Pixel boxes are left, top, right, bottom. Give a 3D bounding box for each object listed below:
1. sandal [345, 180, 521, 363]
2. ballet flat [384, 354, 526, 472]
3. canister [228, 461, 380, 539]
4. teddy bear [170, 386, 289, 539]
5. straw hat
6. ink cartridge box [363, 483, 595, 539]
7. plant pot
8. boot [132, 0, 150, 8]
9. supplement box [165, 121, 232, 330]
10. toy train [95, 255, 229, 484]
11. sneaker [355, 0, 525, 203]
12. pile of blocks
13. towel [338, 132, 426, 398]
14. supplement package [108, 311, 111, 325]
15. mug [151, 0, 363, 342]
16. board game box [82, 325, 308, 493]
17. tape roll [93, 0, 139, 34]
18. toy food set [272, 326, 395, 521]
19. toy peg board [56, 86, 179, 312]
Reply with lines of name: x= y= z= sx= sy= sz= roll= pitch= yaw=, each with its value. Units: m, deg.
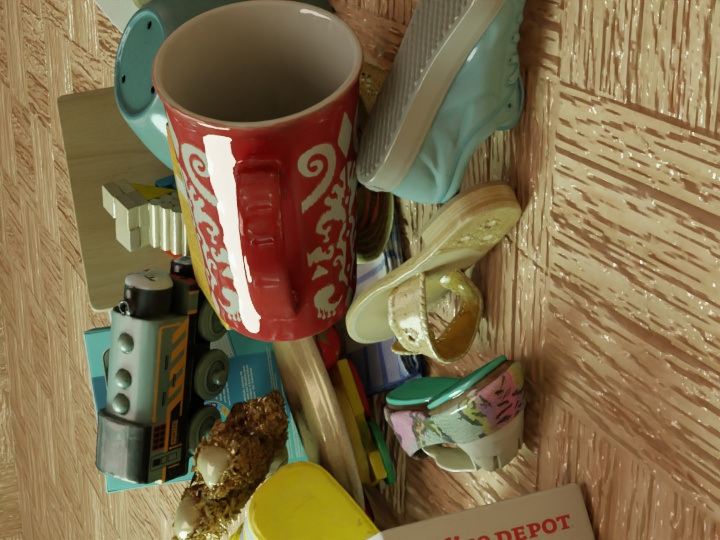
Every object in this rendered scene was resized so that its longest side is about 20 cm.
sandal: x=0.053 y=0.027 z=0.905 sx=0.212 sy=0.077 sz=0.070 roll=-53 pitch=52 yaw=51
ballet flat: x=0.072 y=0.103 z=0.911 sx=0.072 sy=0.069 sz=0.200 roll=61 pitch=160 yaw=1
canister: x=-0.037 y=0.243 z=1.090 sx=0.149 sy=0.086 sz=0.200 roll=49 pitch=160 yaw=11
teddy bear: x=-0.103 y=0.168 z=1.122 sx=0.200 sy=0.066 sz=0.147 roll=65 pitch=-133 yaw=-85
straw hat: x=-0.007 y=-0.110 z=0.984 sx=0.201 sy=0.084 sz=0.203 roll=41 pitch=145 yaw=36
ink cartridge box: x=0.074 y=0.257 z=0.839 sx=0.146 sy=0.145 sz=0.203 roll=136 pitch=122 yaw=-63
plant pot: x=-0.127 y=-0.161 z=1.114 sx=0.199 sy=0.133 sz=0.204 roll=-9 pitch=79 yaw=52
boot: x=-0.149 y=-0.342 z=1.194 sx=0.200 sy=0.071 sz=0.156 roll=-44 pitch=50 yaw=27
supplement box: x=-0.101 y=-0.043 z=1.044 sx=0.069 sy=0.066 sz=0.201 roll=47 pitch=156 yaw=31
toy train: x=-0.172 y=0.090 z=1.155 sx=0.084 sy=0.113 sz=0.204 roll=14 pitch=104 yaw=29
sneaker: x=0.072 y=-0.131 z=0.823 sx=0.202 sy=0.081 sz=0.074 roll=-60 pitch=29 yaw=24
pile of blocks: x=-0.135 y=-0.038 z=1.201 sx=0.083 sy=0.197 sz=0.063 roll=-66 pitch=-14 yaw=-51
towel: x=0.000 y=0.000 z=1.084 sx=0.147 sy=0.023 sz=0.203 roll=150 pitch=110 yaw=-67
supplement package: x=-0.192 y=0.033 z=1.370 sx=0.156 sy=0.109 sz=0.203 roll=64 pitch=-168 yaw=-79
mug: x=-0.069 y=-0.046 z=0.882 sx=0.132 sy=0.178 sz=0.202 roll=17 pitch=138 yaw=19
board game box: x=-0.150 y=0.116 z=1.253 sx=0.047 sy=0.196 sz=0.154 roll=-53 pitch=-45 yaw=-87
tape roll: x=-0.210 y=-0.261 z=1.308 sx=0.037 sy=0.202 sz=0.204 roll=-41 pitch=47 yaw=11
toy food set: x=-0.027 y=0.118 z=1.124 sx=0.200 sy=0.048 sz=0.201 roll=119 pitch=132 yaw=-75
toy peg board: x=-0.171 y=-0.075 z=1.272 sx=0.098 sy=0.197 sz=0.203 roll=136 pitch=124 yaw=-83
